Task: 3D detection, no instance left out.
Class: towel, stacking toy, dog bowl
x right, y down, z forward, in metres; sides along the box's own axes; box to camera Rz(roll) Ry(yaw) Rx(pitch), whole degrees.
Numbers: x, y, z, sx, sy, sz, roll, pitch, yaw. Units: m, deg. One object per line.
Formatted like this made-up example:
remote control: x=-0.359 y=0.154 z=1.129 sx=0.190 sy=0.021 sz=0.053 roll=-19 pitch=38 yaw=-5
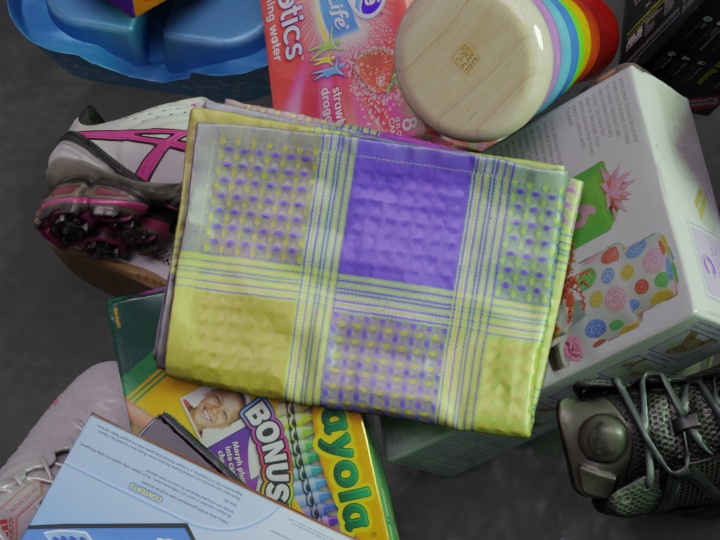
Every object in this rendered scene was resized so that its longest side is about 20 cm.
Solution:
towel: x=0.000 y=0.000 z=0.938 sx=0.200 sy=0.023 sz=0.144 roll=11 pitch=87 yaw=6
stacking toy: x=0.094 y=-0.125 z=1.027 sx=0.085 sy=0.200 sz=0.086 roll=6 pitch=104 yaw=24
dog bowl: x=-0.117 y=-0.161 z=1.167 sx=0.200 sy=0.050 sz=0.112 roll=10 pitch=65 yaw=15

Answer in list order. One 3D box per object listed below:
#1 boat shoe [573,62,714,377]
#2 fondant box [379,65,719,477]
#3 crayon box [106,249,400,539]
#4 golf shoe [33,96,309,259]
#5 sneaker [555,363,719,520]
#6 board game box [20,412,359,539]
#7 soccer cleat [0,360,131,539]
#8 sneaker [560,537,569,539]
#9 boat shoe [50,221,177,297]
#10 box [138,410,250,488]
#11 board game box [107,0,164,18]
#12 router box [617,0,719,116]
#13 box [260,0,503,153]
boat shoe: x=0.167 y=-0.020 z=1.025 sx=0.074 sy=0.073 sz=0.200 roll=-26 pitch=54 yaw=36
fondant box: x=0.092 y=0.005 z=0.989 sx=0.200 sy=0.058 sz=0.145 roll=-30 pitch=56 yaw=33
crayon box: x=-0.050 y=0.100 z=0.978 sx=0.119 sy=0.058 sz=0.200 roll=-13 pitch=86 yaw=5
golf shoe: x=-0.081 y=-0.060 z=1.017 sx=0.200 sy=0.073 sz=0.092 roll=0 pitch=63 yaw=20
sneaker: x=0.170 y=0.073 z=0.902 sx=0.114 sy=0.199 sz=0.076 roll=-2 pitch=70 yaw=-29
board game box: x=-0.060 y=0.153 z=0.871 sx=0.200 sy=0.019 sz=0.103 roll=25 pitch=70 yaw=8
soccer cleat: x=-0.174 y=0.130 z=1.009 sx=0.069 sy=0.085 sz=0.200 roll=23 pitch=70 yaw=20
sneaker: x=0.163 y=0.166 z=0.938 sx=0.140 sy=0.078 sz=0.200 roll=34 pitch=73 yaw=22
boat shoe: x=-0.080 y=-0.004 z=1.068 sx=0.200 sy=0.071 sz=0.069 roll=22 pitch=71 yaw=20
box: x=-0.091 y=0.204 z=0.889 sx=0.198 sy=0.050 sz=0.200 roll=42 pitch=76 yaw=13
board game box: x=-0.130 y=-0.313 z=1.119 sx=0.200 sy=0.200 sz=0.200 roll=-35 pitch=53 yaw=-27
router box: x=0.215 y=-0.197 z=1.046 sx=0.062 sy=0.200 sz=0.150 roll=15 pitch=65 yaw=-14
box: x=0.010 y=-0.148 z=1.072 sx=0.103 sy=0.095 sz=0.200 roll=-16 pitch=74 yaw=32
